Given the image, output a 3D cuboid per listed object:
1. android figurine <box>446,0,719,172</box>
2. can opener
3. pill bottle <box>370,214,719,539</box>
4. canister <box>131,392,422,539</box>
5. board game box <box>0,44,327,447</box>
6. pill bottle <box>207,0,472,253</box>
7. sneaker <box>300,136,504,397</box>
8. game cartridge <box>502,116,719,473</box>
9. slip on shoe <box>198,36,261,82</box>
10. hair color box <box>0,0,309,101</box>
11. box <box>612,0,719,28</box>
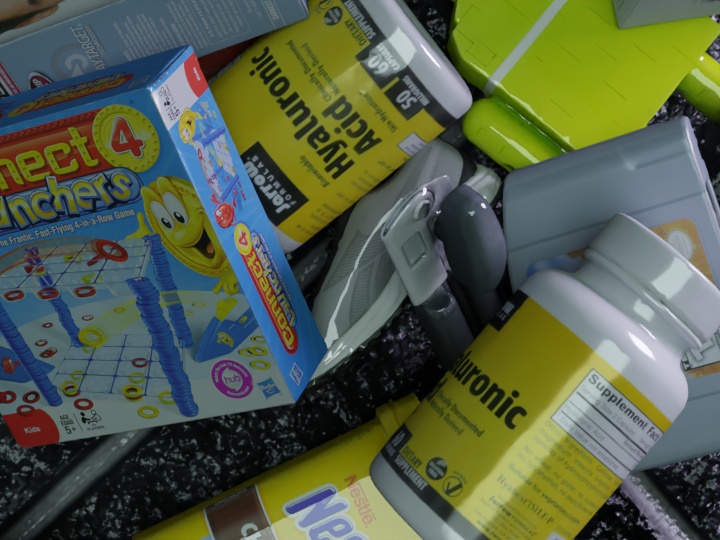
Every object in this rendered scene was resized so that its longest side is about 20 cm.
[{"bbox_3d":[0.136,-0.139,0.971,0.200,0.041,0.182,37,81,3],"label":"android figurine"},{"bbox_3d":[0.060,0.019,0.919,0.053,0.200,0.066,-42,56,-12],"label":"can opener"},{"bbox_3d":[0.107,0.071,0.861,0.111,0.111,0.200,41,91,-7],"label":"pill bottle"},{"bbox_3d":[-0.025,0.186,0.967,0.199,0.087,0.149,-25,95,-2],"label":"canister"},{"bbox_3d":[-0.147,-0.006,0.883,0.199,0.056,0.197,-12,116,27],"label":"board game box"},{"bbox_3d":[-0.042,-0.080,0.927,0.200,0.111,0.111,-39,97,11],"label":"pill bottle"},{"bbox_3d":[0.000,0.000,0.969,0.079,0.074,0.200,40,83,3],"label":"sneaker"},{"bbox_3d":[0.163,0.022,0.936,0.132,0.042,0.201,-18,101,17],"label":"game cartridge"},{"bbox_3d":[-0.105,-0.135,0.950,0.199,0.061,0.074,-33,95,-4],"label":"slip on shoe"},{"bbox_3d":[-0.137,-0.165,0.901,0.199,0.061,0.099,-19,51,8],"label":"hair color box"},{"bbox_3d":[0.202,-0.261,0.928,0.123,0.098,0.202,-9,80,-7],"label":"box"}]
